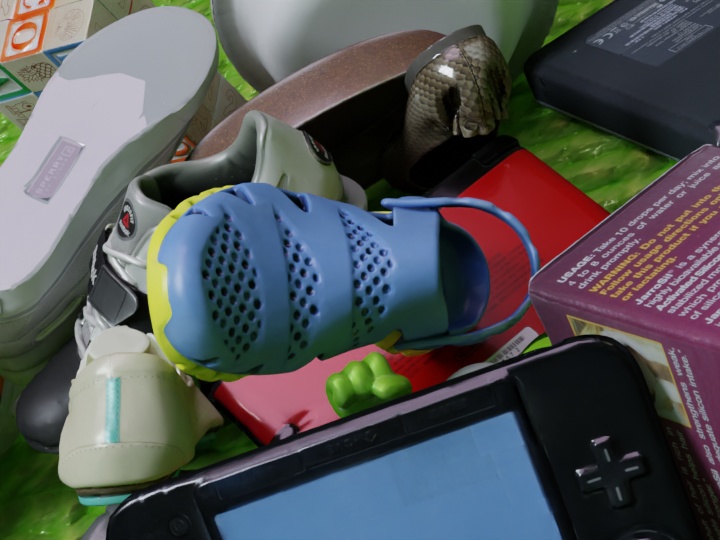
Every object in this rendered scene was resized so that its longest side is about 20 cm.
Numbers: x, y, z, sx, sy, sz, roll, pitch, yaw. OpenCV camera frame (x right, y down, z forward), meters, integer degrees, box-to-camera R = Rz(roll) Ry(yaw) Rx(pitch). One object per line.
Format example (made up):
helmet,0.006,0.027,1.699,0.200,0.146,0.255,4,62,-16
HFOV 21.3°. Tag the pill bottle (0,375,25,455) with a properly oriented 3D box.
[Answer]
pill bottle,-0.245,0.047,0.951,0.113,0.115,0.200,-21,-13,11

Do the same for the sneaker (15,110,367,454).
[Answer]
sneaker,-0.099,-0.001,0.898,0.200,0.089,0.074,-41,39,4

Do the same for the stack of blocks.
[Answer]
stack of blocks,-0.137,-0.085,1.084,0.114,0.200,0.059,-11,56,28

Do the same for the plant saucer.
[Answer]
plant saucer,-0.021,-0.070,1.008,0.199,0.035,0.200,-30,-9,-5

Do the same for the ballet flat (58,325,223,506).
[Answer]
ballet flat,-0.094,0.055,0.805,0.069,0.070,0.200,-30,1,-6

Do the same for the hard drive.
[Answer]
hard drive,0.192,-0.116,1.028,0.139,0.033,0.200,-33,27,-12

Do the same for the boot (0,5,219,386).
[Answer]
boot,-0.135,-0.037,0.968,0.073,0.096,0.200,26,62,19

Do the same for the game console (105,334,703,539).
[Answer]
game console,0.019,0.139,0.618,0.199,0.177,0.116,-20,6,12

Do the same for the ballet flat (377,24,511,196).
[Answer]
ballet flat,0.049,-0.068,0.979,0.067,0.047,0.200,-30,-11,-10

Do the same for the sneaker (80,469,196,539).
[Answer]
sneaker,-0.098,0.158,0.784,0.081,0.074,0.200,25,39,16

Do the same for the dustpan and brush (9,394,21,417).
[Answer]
dustpan and brush,-0.091,0.022,0.991,0.200,0.057,0.140,-44,9,-8

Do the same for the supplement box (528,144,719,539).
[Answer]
supplement box,0.169,0.048,0.644,0.103,0.132,0.199,-37,28,-22

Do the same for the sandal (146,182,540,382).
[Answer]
sandal,0.000,0.000,0.763,0.087,0.080,0.199,-7,0,42

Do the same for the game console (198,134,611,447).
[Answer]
game console,0.023,0.040,0.921,0.200,0.119,0.172,-38,59,-20

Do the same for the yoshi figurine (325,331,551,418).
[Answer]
yoshi figurine,0.040,0.084,0.740,0.112,0.113,0.200,25,53,39

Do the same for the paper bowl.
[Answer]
paper bowl,0.014,-0.158,1.084,0.199,0.201,0.105,-20,46,15
